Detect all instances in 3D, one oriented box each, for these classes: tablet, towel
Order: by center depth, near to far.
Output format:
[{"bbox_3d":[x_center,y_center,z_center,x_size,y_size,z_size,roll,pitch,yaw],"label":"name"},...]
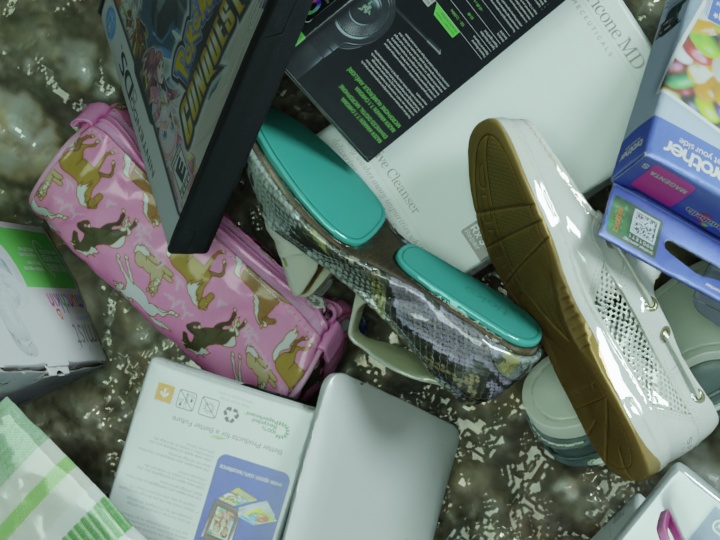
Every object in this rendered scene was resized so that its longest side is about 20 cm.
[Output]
[{"bbox_3d":[-0.162,0.189,1.090,0.200,0.023,0.153,44,98,6],"label":"towel"},{"bbox_3d":[-0.004,0.165,1.114,0.014,0.130,0.201,5,75,37],"label":"tablet"}]

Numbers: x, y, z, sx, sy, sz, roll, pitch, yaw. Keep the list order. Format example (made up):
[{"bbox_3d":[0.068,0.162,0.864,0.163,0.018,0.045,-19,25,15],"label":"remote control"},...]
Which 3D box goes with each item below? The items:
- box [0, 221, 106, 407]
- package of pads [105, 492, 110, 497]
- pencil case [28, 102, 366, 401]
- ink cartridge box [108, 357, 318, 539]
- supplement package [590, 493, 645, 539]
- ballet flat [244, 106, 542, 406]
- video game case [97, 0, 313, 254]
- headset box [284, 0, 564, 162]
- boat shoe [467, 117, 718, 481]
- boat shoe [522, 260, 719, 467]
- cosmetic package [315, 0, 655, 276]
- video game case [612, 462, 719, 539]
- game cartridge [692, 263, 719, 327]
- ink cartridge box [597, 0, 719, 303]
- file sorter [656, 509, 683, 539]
[{"bbox_3d":[-0.254,0.051,1.132,0.176,0.200,0.097,-28,84,8],"label":"box"},{"bbox_3d":[-0.105,0.217,1.167,0.120,0.076,0.200,-31,84,4],"label":"package of pads"},{"bbox_3d":[-0.093,-0.005,1.169,0.200,0.083,0.087,40,95,9],"label":"pencil case"},{"bbox_3d":[-0.093,0.154,1.111,0.094,0.037,0.201,17,89,7],"label":"ink cartridge box"},{"bbox_3d":[0.117,0.231,1.110,0.200,0.117,0.117,-45,84,5],"label":"supplement package"},{"bbox_3d":[0.000,0.000,1.085,0.200,0.072,0.072,40,94,7],"label":"ballet flat"},{"bbox_3d":[-0.084,-0.140,1.083,0.025,0.200,0.181,-1,52,-25],"label":"video game case"},{"bbox_3d":[0.015,-0.179,1.110,0.200,0.093,0.174,-39,42,6],"label":"headset box"},{"bbox_3d":[0.121,0.006,1.081,0.069,0.071,0.200,-26,93,-21],"label":"boat shoe"},{"bbox_3d":[0.183,0.047,1.144,0.200,0.062,0.073,-25,49,-4],"label":"boat shoe"},{"bbox_3d":[0.073,-0.071,1.145,0.200,0.081,0.113,-36,86,7],"label":"cosmetic package"},{"bbox_3d":[0.178,0.227,1.032,0.200,0.023,0.182,38,95,6],"label":"video game case"},{"bbox_3d":[0.288,0.009,1.102,0.200,0.041,0.133,27,63,8],"label":"game cartridge"},{"bbox_3d":[0.201,-0.076,1.081,0.119,0.042,0.200,29,60,-12],"label":"ink cartridge box"},{"bbox_3d":[0.121,0.187,0.962,0.200,0.139,0.126,-25,83,7],"label":"file sorter"}]
